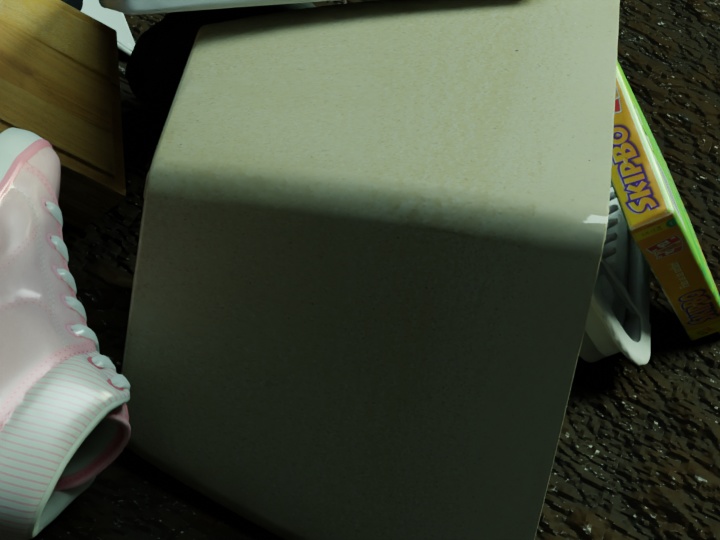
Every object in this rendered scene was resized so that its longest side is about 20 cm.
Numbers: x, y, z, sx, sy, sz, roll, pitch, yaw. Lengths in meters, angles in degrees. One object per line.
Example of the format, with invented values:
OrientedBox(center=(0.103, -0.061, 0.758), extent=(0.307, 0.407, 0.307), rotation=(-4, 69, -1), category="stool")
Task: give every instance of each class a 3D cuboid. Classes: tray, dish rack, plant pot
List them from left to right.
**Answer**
OrientedBox(center=(-0.189, -0.101, 1.173), extent=(0.200, 0.037, 0.099), rotation=(26, 44, -38), category="tray")
OrientedBox(center=(0.000, 0.000, 1.106), extent=(0.177, 0.200, 0.200), rotation=(10, 32, 0), category="plant pot")
OrientedBox(center=(0.086, -0.054, 1.301), extent=(0.172, 0.043, 0.200), rotation=(56, 22, -22), category="dish rack")

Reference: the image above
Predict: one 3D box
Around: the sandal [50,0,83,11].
OrientedBox(center=(-0.163, -0.189, 1.317), extent=(0.076, 0.043, 0.200), rotation=(33, 24, -39), category="sandal")

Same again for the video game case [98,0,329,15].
OrientedBox(center=(-0.022, -0.131, 1.198), extent=(0.182, 0.022, 0.200), rotation=(-5, 7, -8), category="video game case")

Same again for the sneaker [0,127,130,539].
OrientedBox(center=(-0.132, 0.030, 1.064), extent=(0.104, 0.075, 0.200), rotation=(20, 42, 0), category="sneaker")

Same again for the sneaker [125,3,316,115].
OrientedBox(center=(-0.017, -0.081, 1.314), extent=(0.200, 0.076, 0.091), rotation=(8, 40, -21), category="sneaker")

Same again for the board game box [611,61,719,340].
OrientedBox(center=(0.138, -0.034, 1.262), extent=(0.200, 0.030, 0.096), rotation=(42, 27, -66), category="board game box")

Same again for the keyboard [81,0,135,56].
OrientedBox(center=(-0.185, -0.168, 1.313), extent=(0.200, 0.011, 0.056), rotation=(34, 26, -38), category="keyboard")
